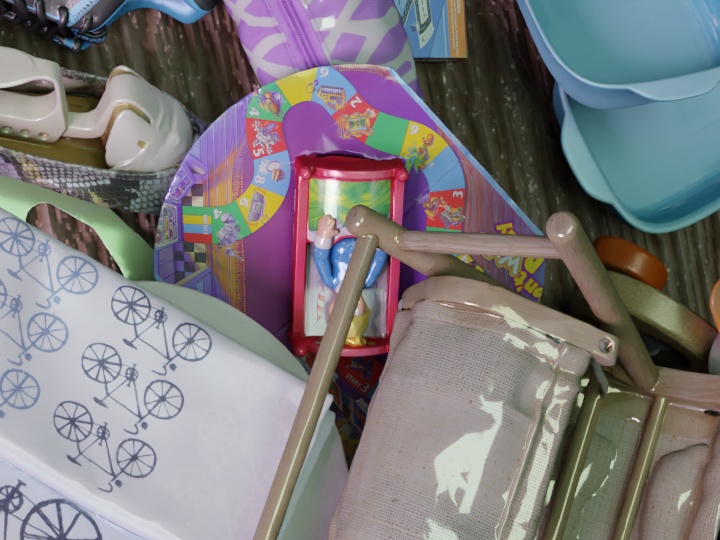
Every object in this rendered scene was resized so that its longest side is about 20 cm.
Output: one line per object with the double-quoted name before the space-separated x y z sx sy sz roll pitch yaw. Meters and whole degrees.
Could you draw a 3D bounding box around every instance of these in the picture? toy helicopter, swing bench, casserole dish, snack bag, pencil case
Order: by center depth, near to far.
"snack bag" -0.120 0.099 0.750 0.188 0.021 0.201 32 62 -15
"swing bench" 0.067 0.103 0.788 0.200 0.129 0.201 36 67 -43
"pencil case" -0.025 -0.131 0.877 0.083 0.086 0.201 -24 111 8
"toy helicopter" 0.203 0.057 0.943 0.199 0.132 0.079 33 76 -14
"casserole dish" 0.136 -0.162 0.949 0.120 0.039 0.201 -12 59 -13
"casserole dish" 0.192 -0.101 0.994 0.199 0.039 0.122 -30 93 -20

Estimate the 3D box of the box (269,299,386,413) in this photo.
"box" 0.043 0.058 0.931 0.199 0.049 0.083 34 76 -14

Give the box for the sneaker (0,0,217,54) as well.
"sneaker" -0.163 -0.149 0.863 0.198 0.073 0.083 -16 90 -19

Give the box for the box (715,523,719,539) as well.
"box" 0.165 0.131 0.888 0.034 0.200 0.111 25 79 -17

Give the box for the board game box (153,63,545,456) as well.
"board game box" 0.000 0.000 0.851 0.158 0.039 0.200 -42 106 5

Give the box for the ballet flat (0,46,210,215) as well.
"ballet flat" -0.143 -0.074 0.858 0.198 0.072 0.073 11 82 -20

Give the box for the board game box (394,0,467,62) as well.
"board game box" 0.004 -0.215 0.955 0.102 0.019 0.202 -2 87 -17

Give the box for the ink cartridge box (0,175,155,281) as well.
"ink cartridge box" -0.185 0.042 0.856 0.145 0.048 0.200 43 76 -11

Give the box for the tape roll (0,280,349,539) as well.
"tape roll" -0.107 0.109 0.806 0.201 0.071 0.205 8 70 -24
